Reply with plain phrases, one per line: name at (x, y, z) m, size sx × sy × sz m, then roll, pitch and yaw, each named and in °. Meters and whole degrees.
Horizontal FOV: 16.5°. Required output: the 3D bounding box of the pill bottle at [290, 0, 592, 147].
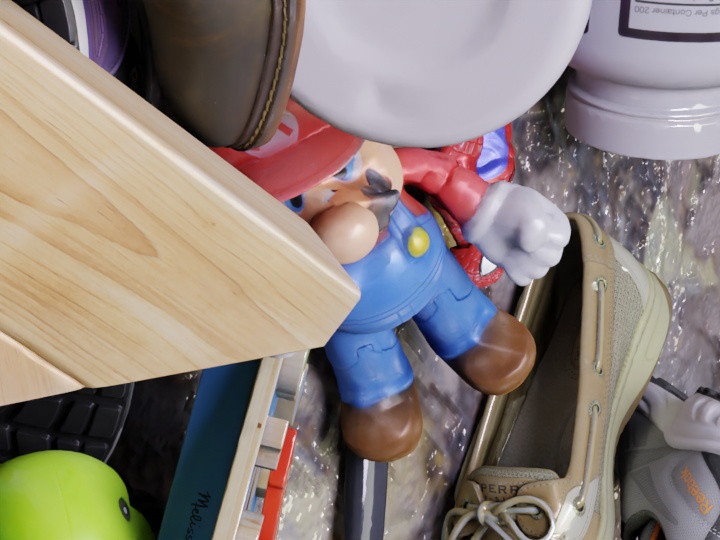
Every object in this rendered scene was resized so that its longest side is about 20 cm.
pill bottle at (0.030, -0.125, 0.844) m, size 0.200 × 0.113 × 0.114 m, roll -68°, pitch 155°, yaw -66°

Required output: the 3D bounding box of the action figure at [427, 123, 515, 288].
action figure at (0.052, -0.092, 0.985) m, size 0.065 × 0.051 × 0.201 m, roll -76°, pitch 172°, yaw -81°

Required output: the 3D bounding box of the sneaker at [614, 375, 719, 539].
sneaker at (0.137, 0.095, 1.084) m, size 0.079 × 0.074 × 0.200 m, roll -57°, pitch -175°, yaw -4°

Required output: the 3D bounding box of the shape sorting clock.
shape sorting clock at (-0.042, 0.097, 0.804) m, size 0.200 × 0.039 × 0.201 m, roll 14°, pitch 90°, yaw -86°

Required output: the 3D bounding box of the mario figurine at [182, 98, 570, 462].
mario figurine at (0.000, 0.000, 0.896) m, size 0.124 × 0.106 × 0.200 m, roll -60°, pitch 142°, yaw -23°

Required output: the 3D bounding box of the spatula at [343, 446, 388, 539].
spatula at (-0.006, 0.150, 0.995) m, size 0.056 × 0.021 × 0.201 m, roll 7°, pitch 92°, yaw -51°

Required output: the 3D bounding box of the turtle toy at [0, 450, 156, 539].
turtle toy at (-0.145, 0.100, 0.716) m, size 0.200 × 0.101 × 0.146 m, roll -21°, pitch 115°, yaw -52°

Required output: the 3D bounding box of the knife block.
knife block at (-0.108, -0.052, 0.679) m, size 0.199 × 0.064 × 0.176 m, roll -10°, pitch 114°, yaw -14°

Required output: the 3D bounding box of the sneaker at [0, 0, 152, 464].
sneaker at (-0.090, -0.028, 0.790) m, size 0.088 × 0.075 × 0.201 m, roll -50°, pitch 146°, yaw -59°

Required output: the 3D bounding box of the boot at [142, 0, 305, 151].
boot at (-0.075, -0.104, 0.688) m, size 0.097 × 0.075 × 0.200 m, roll -27°, pitch 134°, yaw -24°

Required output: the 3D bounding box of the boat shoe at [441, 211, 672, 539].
boat shoe at (0.074, 0.073, 1.052) m, size 0.063 × 0.073 × 0.201 m, roll 42°, pitch 62°, yaw -39°

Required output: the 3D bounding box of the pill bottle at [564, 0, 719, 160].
pill bottle at (0.128, -0.153, 1.022) m, size 0.112 × 0.112 × 0.201 m, roll -27°, pitch 126°, yaw -49°

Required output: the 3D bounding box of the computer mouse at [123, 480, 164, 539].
computer mouse at (-0.110, 0.161, 0.828) m, size 0.200 × 0.046 × 0.141 m, roll -43°, pitch 132°, yaw -41°
